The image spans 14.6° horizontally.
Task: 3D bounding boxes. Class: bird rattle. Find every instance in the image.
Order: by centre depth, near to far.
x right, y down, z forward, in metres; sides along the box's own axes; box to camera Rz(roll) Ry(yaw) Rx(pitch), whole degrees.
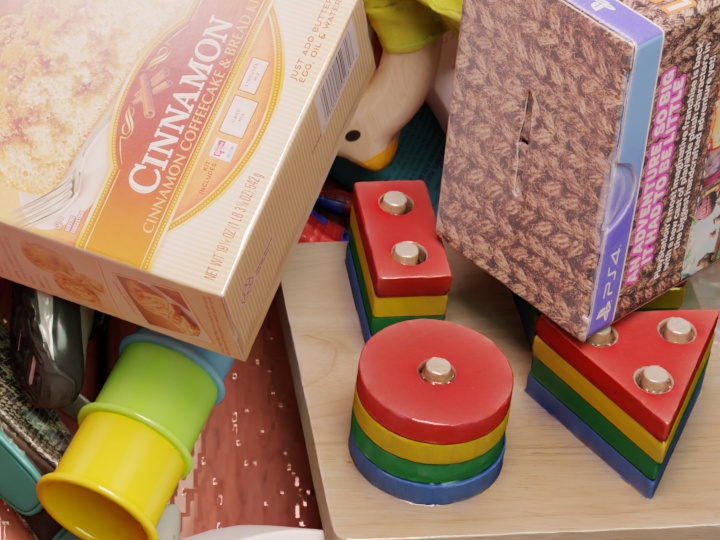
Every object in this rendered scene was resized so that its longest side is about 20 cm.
[{"bbox_3d":[-0.027,-0.127,1.286,0.199,0.164,0.113,18,34,-1],"label":"bird rattle"}]

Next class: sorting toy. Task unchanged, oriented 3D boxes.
[{"bbox_3d":[0.073,0.036,1.272,0.198,0.070,0.199,-1,41,-11],"label":"sorting toy"}]

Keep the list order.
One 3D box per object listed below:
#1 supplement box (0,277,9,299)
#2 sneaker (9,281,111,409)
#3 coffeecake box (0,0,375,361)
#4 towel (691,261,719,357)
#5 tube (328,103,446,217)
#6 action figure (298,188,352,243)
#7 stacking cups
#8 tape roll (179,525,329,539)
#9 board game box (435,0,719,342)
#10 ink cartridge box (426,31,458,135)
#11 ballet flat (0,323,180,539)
[{"bbox_3d":[-0.223,-0.080,1.316,0.110,0.086,0.202,2,73,-17],"label":"supplement box"},{"bbox_3d":[-0.118,-0.019,1.302,0.079,0.074,0.201,13,46,-4],"label":"sneaker"},{"bbox_3d":[-0.115,-0.070,1.221,0.199,0.073,0.154,18,69,14],"label":"coffeecake box"},{"bbox_3d":[0.171,0.063,1.350,0.199,0.032,0.191,23,42,4],"label":"towel"},{"bbox_3d":[0.003,-0.070,1.407,0.199,0.050,0.078,34,70,-11],"label":"tube"},{"bbox_3d":[0.000,0.000,1.383,0.199,0.052,0.066,30,72,-4],"label":"action figure"},{"bbox_3d":[-0.074,0.033,1.279,0.060,0.061,0.201,32,61,-5],"label":"stacking cups"},{"bbox_3d":[-0.038,0.214,1.242,0.201,0.071,0.204,1,86,-22],"label":"tape roll"},{"bbox_3d":[0.142,-0.091,1.255,0.199,0.160,0.097,-28,50,-35],"label":"board game box"},{"bbox_3d":[0.064,-0.176,1.394,0.147,0.086,0.201,-30,70,1],"label":"ink cartridge box"},{"bbox_3d":[-0.128,0.106,1.303,0.075,0.068,0.200,-33,84,-43],"label":"ballet flat"}]
